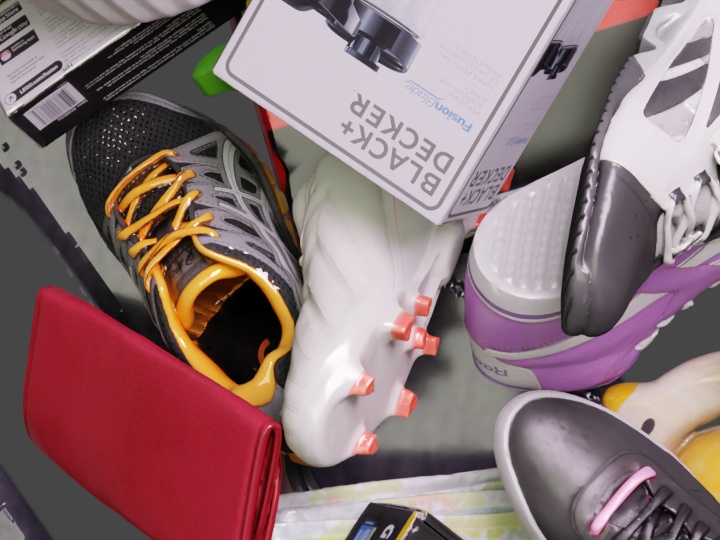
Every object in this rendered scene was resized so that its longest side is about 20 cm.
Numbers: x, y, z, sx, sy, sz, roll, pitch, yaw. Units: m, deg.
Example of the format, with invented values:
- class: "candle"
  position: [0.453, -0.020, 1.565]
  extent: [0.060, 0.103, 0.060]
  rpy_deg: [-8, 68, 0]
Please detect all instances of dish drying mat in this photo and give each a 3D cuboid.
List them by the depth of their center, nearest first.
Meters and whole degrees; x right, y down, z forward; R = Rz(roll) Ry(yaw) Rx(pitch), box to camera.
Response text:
- class: "dish drying mat"
  position: [-0.089, 0.068, 1.222]
  extent: [0.018, 0.200, 0.077]
  rpy_deg: [3, 104, -34]

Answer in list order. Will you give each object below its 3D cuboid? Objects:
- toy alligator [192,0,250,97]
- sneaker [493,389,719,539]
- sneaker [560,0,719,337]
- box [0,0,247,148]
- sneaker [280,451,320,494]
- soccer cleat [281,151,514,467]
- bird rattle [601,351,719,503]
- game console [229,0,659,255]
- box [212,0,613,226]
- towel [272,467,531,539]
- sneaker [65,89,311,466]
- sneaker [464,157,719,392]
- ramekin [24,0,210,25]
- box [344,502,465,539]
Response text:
- class: "toy alligator"
  position: [0.022, -0.113, 1.223]
  extent: [0.200, 0.059, 0.054]
  rpy_deg: [-27, 46, 8]
- class: "sneaker"
  position: [0.139, 0.118, 1.165]
  extent: [0.071, 0.099, 0.200]
  rpy_deg: [-44, 92, -17]
- class: "sneaker"
  position: [0.139, -0.049, 1.161]
  extent: [0.088, 0.074, 0.200]
  rpy_deg: [21, 57, 10]
- class: "box"
  position: [-0.083, -0.153, 1.258]
  extent: [0.200, 0.035, 0.110]
  rpy_deg: [-34, 58, 6]
- class: "sneaker"
  position: [-0.014, 0.152, 1.267]
  extent: [0.082, 0.077, 0.201]
  rpy_deg: [-17, 91, 0]
- class: "soccer cleat"
  position: [0.000, 0.000, 1.203]
  extent: [0.077, 0.069, 0.200]
  rpy_deg: [14, 49, 15]
- class: "bird rattle"
  position: [0.186, 0.099, 1.252]
  extent: [0.163, 0.113, 0.201]
  rpy_deg: [-10, 104, 17]
- class: "game console"
  position: [0.048, -0.101, 1.278]
  extent: [0.199, 0.031, 0.177]
  rpy_deg: [-16, 96, 7]
- class: "box"
  position: [0.044, -0.131, 1.145]
  extent: [0.117, 0.060, 0.200]
  rpy_deg: [35, 107, 12]
- class: "towel"
  position: [0.028, 0.184, 1.235]
  extent: [0.171, 0.048, 0.201]
  rpy_deg: [-3, 93, -26]
- class: "sneaker"
  position: [-0.066, -0.007, 1.247]
  extent: [0.078, 0.077, 0.200]
  rpy_deg: [-45, 65, 10]
- class: "sneaker"
  position: [0.132, -0.012, 1.248]
  extent: [0.200, 0.114, 0.073]
  rpy_deg: [-21, 59, -13]
- class: "ramekin"
  position: [-0.099, -0.196, 1.203]
  extent: [0.200, 0.105, 0.201]
  rpy_deg: [-9, 64, 20]
- class: "box"
  position: [0.018, 0.218, 1.179]
  extent: [0.160, 0.049, 0.200]
  rpy_deg: [40, 75, -21]
